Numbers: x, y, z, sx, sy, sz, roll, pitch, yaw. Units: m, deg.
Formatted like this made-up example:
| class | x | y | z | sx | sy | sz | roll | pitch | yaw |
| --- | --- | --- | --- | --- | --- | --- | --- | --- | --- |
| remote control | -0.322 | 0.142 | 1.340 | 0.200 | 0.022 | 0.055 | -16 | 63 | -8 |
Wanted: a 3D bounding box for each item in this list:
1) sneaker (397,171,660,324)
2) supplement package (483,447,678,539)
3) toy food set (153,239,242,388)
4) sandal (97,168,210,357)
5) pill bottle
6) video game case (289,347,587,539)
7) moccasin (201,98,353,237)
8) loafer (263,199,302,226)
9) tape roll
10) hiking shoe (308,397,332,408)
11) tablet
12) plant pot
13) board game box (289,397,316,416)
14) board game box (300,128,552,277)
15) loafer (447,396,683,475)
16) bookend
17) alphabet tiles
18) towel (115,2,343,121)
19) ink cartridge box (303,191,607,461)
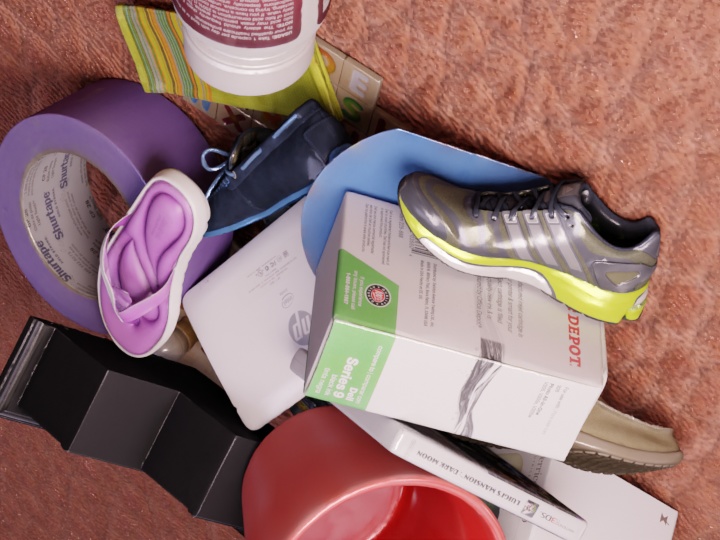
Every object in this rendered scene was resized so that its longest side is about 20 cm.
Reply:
| class | x | y | z | sx | sy | sz | roll | pitch | yaw |
| --- | --- | --- | --- | --- | --- | --- | --- | --- | --- |
| sneaker | 0.123 | -0.035 | 1.493 | 0.199 | 0.074 | 0.081 | 18 | 126 | -8 |
| supplement package | 0.126 | 0.241 | 1.736 | 0.150 | 0.153 | 0.199 | 31 | 156 | -31 |
| toy food set | -0.130 | 0.050 | 1.857 | 0.143 | 0.060 | 0.201 | 38 | 141 | 18 |
| sandal | -0.179 | -0.003 | 1.683 | 0.082 | 0.050 | 0.203 | 40 | 135 | 17 |
| pill bottle | -0.074 | -0.221 | 1.444 | 0.114 | 0.114 | 0.200 | 30 | 147 | 16 |
| video game case | 0.055 | 0.131 | 1.591 | 0.181 | 0.023 | 0.200 | 28 | -178 | -28 |
| moccasin | -0.068 | -0.082 | 1.627 | 0.200 | 0.080 | 0.068 | -26 | 93 | 48 |
| loafer | 0.000 | 0.000 | 1.683 | 0.200 | 0.070 | 0.068 | 33 | 147 | 13 |
| tape roll | -0.209 | -0.053 | 1.773 | 0.199 | 0.085 | 0.201 | 19 | 124 | 30 |
| hiking shoe | -0.011 | 0.080 | 1.744 | 0.074 | 0.086 | 0.201 | -128 | 18 | -77 |
| tablet | -0.053 | 0.027 | 1.680 | 0.200 | 0.014 | 0.131 | -38 | 74 | 33 |
| plant pot | -0.006 | 0.206 | 1.637 | 0.201 | 0.200 | 0.177 | 60 | 177 | -30 |
| board game box | 0.004 | 0.112 | 1.857 | 0.199 | 0.028 | 0.136 | 3 | 131 | 45 |
| board game box | 0.057 | -0.040 | 1.571 | 0.199 | 0.039 | 0.158 | 17 | 129 | -10 |
| loafer | 0.159 | 0.109 | 1.600 | 0.199 | 0.069 | 0.076 | 15 | 164 | -21 |
| bookend | -0.168 | 0.139 | 1.735 | 0.200 | 0.092 | 0.198 | 32 | -173 | 42 |
| alphabet tiles | -0.051 | -0.132 | 1.634 | 0.199 | 0.008 | 0.167 | 34 | 148 | 11 |
| towel | -0.105 | -0.160 | 1.633 | 0.199 | 0.018 | 0.086 | 14 | 141 | 36 |
| ink cartridge box | 0.068 | 0.041 | 1.513 | 0.199 | 0.146 | 0.084 | 15 | 129 | -8 |
